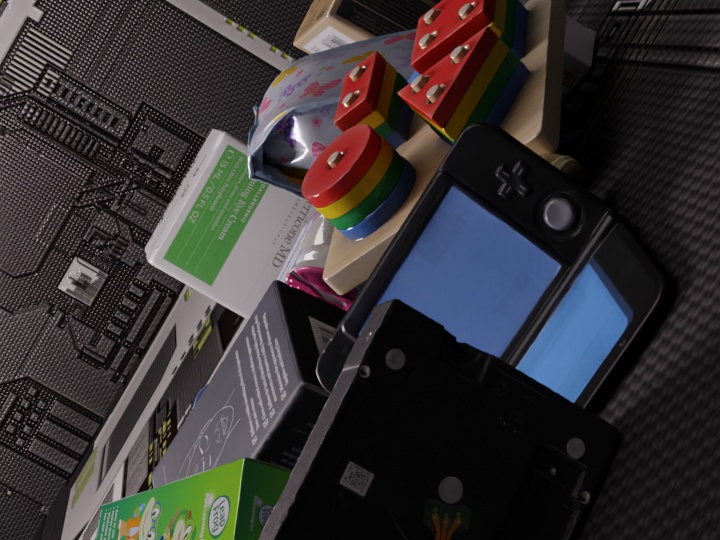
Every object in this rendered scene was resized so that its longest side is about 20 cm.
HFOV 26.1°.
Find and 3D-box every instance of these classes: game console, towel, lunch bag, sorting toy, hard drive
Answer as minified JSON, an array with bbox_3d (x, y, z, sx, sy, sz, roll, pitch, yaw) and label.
[{"bbox_3d":[0.067,0.037,0.903,0.201,0.176,0.116,-57,-17,14],"label":"game console"},{"bbox_3d":[-0.063,0.018,1.371,0.148,0.024,0.200,-64,5,-6],"label":"towel"},{"bbox_3d":[-0.003,-0.136,1.438,0.170,0.198,0.128,-90,-11,-67],"label":"lunch bag"},{"bbox_3d":[0.046,-0.111,1.106,0.199,0.070,0.199,-34,26,30],"label":"sorting toy"},{"bbox_3d":[0.026,0.134,0.756,0.201,0.139,0.038,-64,11,-15],"label":"hard drive"}]

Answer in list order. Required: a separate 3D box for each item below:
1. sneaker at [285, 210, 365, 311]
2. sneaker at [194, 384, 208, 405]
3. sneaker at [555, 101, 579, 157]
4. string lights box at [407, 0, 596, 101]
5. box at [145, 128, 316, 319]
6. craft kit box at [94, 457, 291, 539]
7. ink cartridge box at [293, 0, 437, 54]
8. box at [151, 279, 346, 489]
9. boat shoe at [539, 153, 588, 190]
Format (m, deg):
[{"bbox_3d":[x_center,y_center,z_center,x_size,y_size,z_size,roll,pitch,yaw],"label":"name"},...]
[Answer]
[{"bbox_3d":[0.000,0.000,1.256,0.200,0.081,0.089,71,-144,-71],"label":"sneaker"},{"bbox_3d":[-0.101,0.121,1.354,0.074,0.082,0.200,-51,27,-13],"label":"sneaker"},{"bbox_3d":[0.089,-0.032,1.111,0.200,0.076,0.077,-54,2,-19],"label":"sneaker"},{"bbox_3d":[0.091,-0.135,1.256,0.200,0.102,0.059,-52,13,38],"label":"string lights box"},{"bbox_3d":[-0.166,-0.062,2.063,0.200,0.171,0.200,-60,11,1],"label":"box"},{"bbox_3d":[-0.126,0.241,1.032,0.197,0.048,0.202,-22,54,46],"label":"craft kit box"},{"bbox_3d":[0.027,-0.251,1.688,0.076,0.164,0.200,-63,10,-7],"label":"ink cartridge box"},{"bbox_3d":[-0.060,0.138,1.153,0.201,0.107,0.149,-56,25,19],"label":"box"},{"bbox_3d":[0.069,0.004,1.006,0.201,0.076,0.072,-58,-33,8],"label":"boat shoe"}]
